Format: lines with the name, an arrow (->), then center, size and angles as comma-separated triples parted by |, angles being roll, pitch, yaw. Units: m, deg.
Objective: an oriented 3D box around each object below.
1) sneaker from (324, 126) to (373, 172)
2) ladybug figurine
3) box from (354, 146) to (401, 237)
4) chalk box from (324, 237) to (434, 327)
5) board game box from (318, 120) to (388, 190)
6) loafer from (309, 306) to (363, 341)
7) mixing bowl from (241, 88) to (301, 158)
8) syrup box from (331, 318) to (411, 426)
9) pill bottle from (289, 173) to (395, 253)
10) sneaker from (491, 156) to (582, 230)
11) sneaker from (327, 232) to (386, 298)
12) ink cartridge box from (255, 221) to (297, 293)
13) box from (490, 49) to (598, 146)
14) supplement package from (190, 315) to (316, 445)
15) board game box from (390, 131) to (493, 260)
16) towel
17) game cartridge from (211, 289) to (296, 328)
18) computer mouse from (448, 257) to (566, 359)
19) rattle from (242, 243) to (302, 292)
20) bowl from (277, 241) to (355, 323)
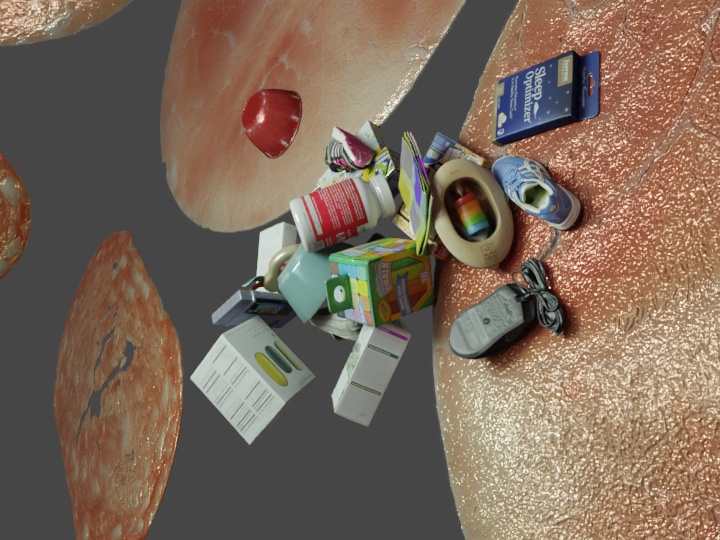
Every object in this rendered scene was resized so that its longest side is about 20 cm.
sneaker -> -0.032, -0.251, 1.401 | 0.089, 0.073, 0.201 | -63, 29, 18
ladybug figurine -> 0.192, -0.093, 1.101 | 0.133, 0.072, 0.204 | -20, 83, -1
box -> 0.023, -0.168, 1.372 | 0.200, 0.064, 0.071 | -44, 46, 30
chalk box -> 0.024, 0.023, 1.171 | 0.123, 0.198, 0.128 | 9, 113, 50
board game box -> -0.014, -0.227, 1.461 | 0.200, 0.034, 0.136 | -46, 46, 30
loafer -> -0.055, 0.117, 1.360 | 0.199, 0.069, 0.071 | 1, 107, 62
mixing bowl -> -0.265, -0.431, 1.777 | 0.198, 0.107, 0.204 | -20, 63, 44
syrup box -> 0.019, 0.186, 1.219 | 0.203, 0.080, 0.079 | -65, 13, 9
pill bottle -> -0.035, -0.120, 1.266 | 0.197, 0.113, 0.113 | -21, 51, -5
sneaker -> 0.281, -0.143, 1.046 | 0.077, 0.076, 0.200 | -61, 39, 17
sneaker -> 0.000, 0.000, 1.348 | 0.200, 0.075, 0.079 | -42, 35, 25
ink cartridge box -> -0.217, -0.012, 1.616 | 0.108, 0.050, 0.204 | -16, 66, 46
box -> 0.317, -0.302, 1.097 | 0.198, 0.032, 0.124 | -9, 70, 47
supplement package -> -0.236, 0.239, 1.403 | 0.200, 0.151, 0.151 | 45, 115, 9
board game box -> 0.156, -0.146, 1.219 | 0.152, 0.046, 0.202 | 45, 112, 47
towel -> 0.099, -0.143, 1.152 | 0.145, 0.022, 0.202 | 93, 170, -45
game cartridge -> -0.231, 0.094, 1.476 | 0.129, 0.198, 0.039 | -33, 62, 37
computer mouse -> 0.238, 0.085, 1.042 | 0.198, 0.052, 0.140 | -34, 50, 23
rattle -> -0.197, -0.021, 1.494 | 0.197, 0.130, 0.145 | -27, 62, 7
bowl -> -0.106, 0.001, 1.360 | 0.202, 0.104, 0.201 | -53, 8, 11
